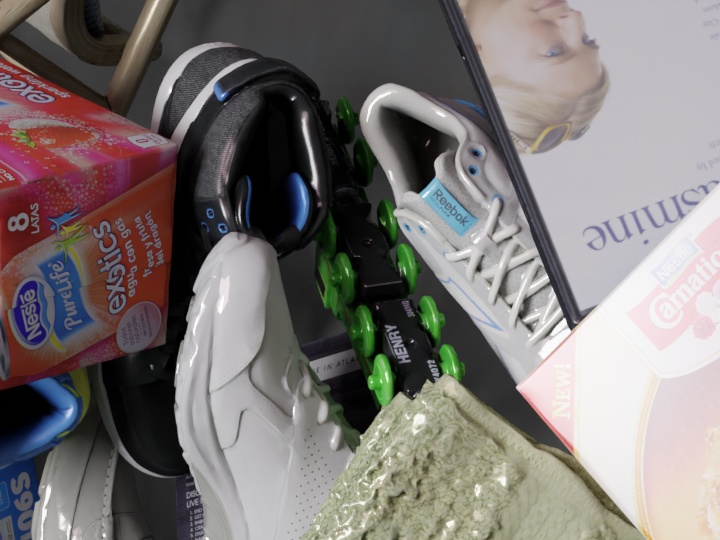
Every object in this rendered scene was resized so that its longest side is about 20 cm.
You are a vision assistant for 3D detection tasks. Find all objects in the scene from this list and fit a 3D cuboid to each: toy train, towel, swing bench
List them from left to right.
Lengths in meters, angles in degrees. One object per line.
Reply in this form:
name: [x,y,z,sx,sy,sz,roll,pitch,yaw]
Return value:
swing bench: [-0.160,-0.202,1.100,0.200,0.130,0.199,-52,51,4]
toy train: [0.000,0.000,0.940,0.057,0.042,0.201,97,159,-45]
towel: [0.028,0.155,0.843,0.148,0.036,0.200,34,95,-4]

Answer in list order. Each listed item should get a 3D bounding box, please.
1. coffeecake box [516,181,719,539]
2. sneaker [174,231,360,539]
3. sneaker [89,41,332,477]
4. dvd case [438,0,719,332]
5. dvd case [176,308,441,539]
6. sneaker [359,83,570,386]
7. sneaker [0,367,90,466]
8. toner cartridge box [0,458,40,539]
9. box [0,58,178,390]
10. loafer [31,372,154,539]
coffeecake box: [0.181,0.063,0.757,0.154,0.073,0.200,-47,70,15]
sneaker: [-0.023,0.078,0.884,0.099,0.078,0.201,-3,111,5]
sneaker: [-0.065,0.004,0.931,0.112,0.073,0.201,-154,71,-65]
dvd case: [0.121,-0.080,0.880,0.142,0.018,0.201,-20,61,1]
dvd case: [-0.021,0.130,0.952,0.148,0.016,0.201,-18,64,31]
sneaker: [0.058,-0.006,0.896,0.075,0.087,0.200,-47,54,12]
sneaker: [-0.211,0.046,0.925,0.105,0.199,0.076,-164,76,-70]
toner cartridge box: [-0.240,0.126,1.073,0.199,0.043,0.096,7,113,38]
box: [-0.178,-0.033,0.929,0.200,0.099,0.096,27,121,41]
loafer: [-0.119,0.144,0.997,0.069,0.070,0.201,5,73,7]
